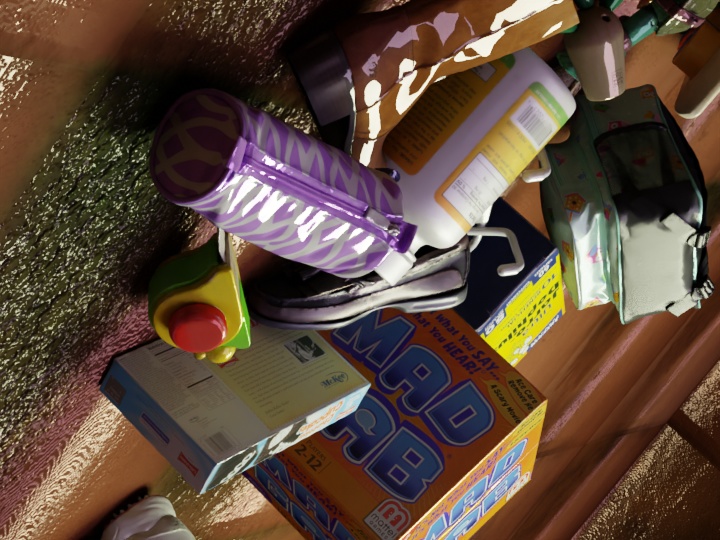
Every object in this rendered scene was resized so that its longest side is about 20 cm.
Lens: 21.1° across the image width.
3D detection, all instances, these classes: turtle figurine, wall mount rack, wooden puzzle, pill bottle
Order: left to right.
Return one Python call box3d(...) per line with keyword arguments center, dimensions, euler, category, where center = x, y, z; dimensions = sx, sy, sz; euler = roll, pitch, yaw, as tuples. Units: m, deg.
box3d(center=(0.062, -0.055, 1.614), dimensions=(0.172, 0.075, 0.201), euler=(-1, 137, -12), category="wall mount rack")
box3d(center=(0.061, -0.089, 1.484), dimensions=(0.200, 0.111, 0.111), euler=(-48, 162, 0), category="pill bottle")
box3d(center=(0.254, -0.243, 1.644), dimensions=(0.200, 0.101, 0.149), euler=(-48, 162, 20), category="turtle figurine")
box3d(center=(0.363, -0.252, 1.875), dimensions=(0.186, 0.046, 0.200), euler=(-51, -174, 24), category="wooden puzzle")

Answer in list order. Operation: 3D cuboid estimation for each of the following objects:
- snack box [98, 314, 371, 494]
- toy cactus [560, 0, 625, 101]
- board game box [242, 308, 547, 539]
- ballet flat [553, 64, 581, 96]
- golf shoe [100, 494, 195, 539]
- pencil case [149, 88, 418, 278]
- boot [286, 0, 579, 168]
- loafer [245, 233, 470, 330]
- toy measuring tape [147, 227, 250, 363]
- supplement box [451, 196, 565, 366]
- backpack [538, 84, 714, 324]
box3d(center=(-0.093, 0.089, 1.489), dimensions=(0.199, 0.116, 0.037), euler=(-23, 150, -51), category="snack box")
box3d(center=(0.174, -0.210, 1.433), dimensions=(0.200, 0.102, 0.167), euler=(-37, 119, -42), category="toy cactus")
box3d(center=(0.024, 0.152, 1.745), dimensions=(0.200, 0.200, 0.200), euler=(-41, 160, -18), category="board game box")
box3d(center=(0.134, -0.108, 1.713), dimensions=(0.200, 0.046, 0.067), euler=(-44, 162, -11), category="ballet flat")
box3d(center=(-0.218, 0.278, 1.632), dimensions=(0.200, 0.092, 0.076), euler=(-40, 162, -20), category="golf shoe")
box3d(center=(-0.049, -0.052, 1.266), dimensions=(0.199, 0.085, 0.085), euler=(21, 94, -49), category="pencil case")
box3d(center=(0.058, -0.146, 1.357), dimensions=(0.199, 0.069, 0.189), euler=(-26, 147, -2), category="boot")
box3d(center=(0.000, 0.000, 1.557), dimensions=(0.198, 0.072, 0.064), euler=(-7, 124, -28), category="loafer")
box3d(center=(-0.121, -0.004, 1.344), dimensions=(0.073, 0.073, 0.201), euler=(-39, 143, -25), category="toy measuring tape")
box3d(center=(0.116, 0.014, 1.821), dimensions=(0.109, 0.109, 0.200), euler=(-45, 162, -7), category="supplement box")
box3d(center=(0.244, -0.070, 1.806), dimensions=(0.152, 0.201, 0.177), euler=(-8, 136, 8), category="backpack")
